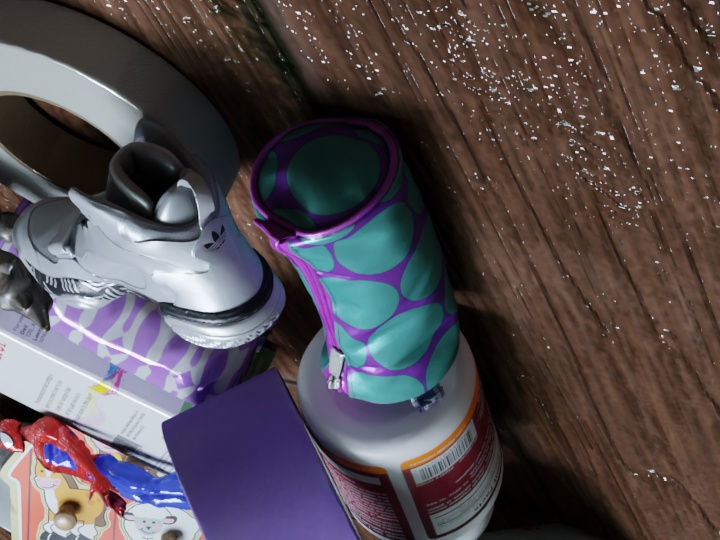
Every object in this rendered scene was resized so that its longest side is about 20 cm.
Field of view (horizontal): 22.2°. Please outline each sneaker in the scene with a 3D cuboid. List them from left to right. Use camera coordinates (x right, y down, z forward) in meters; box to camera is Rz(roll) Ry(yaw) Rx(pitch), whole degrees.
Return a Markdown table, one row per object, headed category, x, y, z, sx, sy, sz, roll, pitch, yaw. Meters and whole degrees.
| category | x | y | z | sx | sy | sz | roll | pitch | yaw |
| --- | --- | --- | --- | --- | --- | --- | --- | --- | --- |
| sneaker | -0.136 | -0.032 | 1.038 | 0.200 | 0.075 | 0.115 | 19 | 144 | 37 |

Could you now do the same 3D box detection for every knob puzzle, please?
| category | x | y | z | sx | sy | sz | roll | pitch | yaw |
| --- | --- | --- | --- | --- | --- | --- | --- | --- | --- |
| knob puzzle | -0.205 | 0.183 | 1.547 | 0.220 | 0.030 | 0.220 | 0 | 126 | 0 |

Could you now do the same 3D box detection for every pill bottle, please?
| category | x | y | z | sx | sy | sz | roll | pitch | yaw |
| --- | --- | --- | --- | --- | --- | --- | --- | --- | --- |
| pill bottle | 0.032 | 0.112 | 1.201 | 0.113 | 0.113 | 0.200 | 15 | 154 | 20 |

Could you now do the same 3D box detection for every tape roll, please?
| category | x | y | z | sx | sy | sz | roll | pitch | yaw |
| --- | --- | --- | --- | --- | --- | --- | --- | --- | --- |
| tape roll | -0.170 | -0.087 | 1.086 | 0.203 | 0.037 | 0.203 | 20 | 155 | 9 |
| tape roll | -0.047 | 0.169 | 1.181 | 0.200 | 0.085 | 0.200 | 63 | 177 | 7 |

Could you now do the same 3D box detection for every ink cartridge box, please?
| category | x | y | z | sx | sy | sz | roll | pitch | yaw |
| --- | --- | --- | --- | --- | --- | --- | --- | --- | --- |
| ink cartridge box | -0.181 | 0.067 | 1.342 | 0.200 | 0.084 | 0.145 | 27 | 156 | -7 |

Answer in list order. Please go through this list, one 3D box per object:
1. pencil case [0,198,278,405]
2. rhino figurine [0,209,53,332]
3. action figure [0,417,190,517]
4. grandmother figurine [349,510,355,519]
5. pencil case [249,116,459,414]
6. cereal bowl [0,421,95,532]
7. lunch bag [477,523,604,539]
| category | x | y | z | sx | sy | sz | roll | pitch | yaw |
| --- | --- | --- | --- | --- | --- | --- | --- | --- | --- |
| pencil case | -0.156 | 0.020 | 1.235 | 0.200 | 0.084 | 0.086 | 27 | 120 | -9 |
| rhino figurine | -0.253 | -0.032 | 1.145 | 0.200 | 0.060 | 0.087 | 50 | -175 | 21 |
| action figure | -0.183 | 0.154 | 1.367 | 0.200 | 0.052 | 0.065 | 23 | 164 | 13 |
| grandmother figurine | -0.013 | 0.168 | 1.430 | 0.200 | 0.061 | 0.121 | 23 | -177 | -4 |
| pencil case | 0.000 | 0.000 | 1.035 | 0.085 | 0.092 | 0.200 | 36 | 162 | 31 |
| cereal bowl | -0.272 | 0.196 | 1.685 | 0.200 | 0.083 | 0.200 | 21 | 155 | 10 |
| lunch bag | 0.076 | 0.253 | 1.345 | 0.200 | 0.122 | 0.170 | -29 | 160 | 36 |
